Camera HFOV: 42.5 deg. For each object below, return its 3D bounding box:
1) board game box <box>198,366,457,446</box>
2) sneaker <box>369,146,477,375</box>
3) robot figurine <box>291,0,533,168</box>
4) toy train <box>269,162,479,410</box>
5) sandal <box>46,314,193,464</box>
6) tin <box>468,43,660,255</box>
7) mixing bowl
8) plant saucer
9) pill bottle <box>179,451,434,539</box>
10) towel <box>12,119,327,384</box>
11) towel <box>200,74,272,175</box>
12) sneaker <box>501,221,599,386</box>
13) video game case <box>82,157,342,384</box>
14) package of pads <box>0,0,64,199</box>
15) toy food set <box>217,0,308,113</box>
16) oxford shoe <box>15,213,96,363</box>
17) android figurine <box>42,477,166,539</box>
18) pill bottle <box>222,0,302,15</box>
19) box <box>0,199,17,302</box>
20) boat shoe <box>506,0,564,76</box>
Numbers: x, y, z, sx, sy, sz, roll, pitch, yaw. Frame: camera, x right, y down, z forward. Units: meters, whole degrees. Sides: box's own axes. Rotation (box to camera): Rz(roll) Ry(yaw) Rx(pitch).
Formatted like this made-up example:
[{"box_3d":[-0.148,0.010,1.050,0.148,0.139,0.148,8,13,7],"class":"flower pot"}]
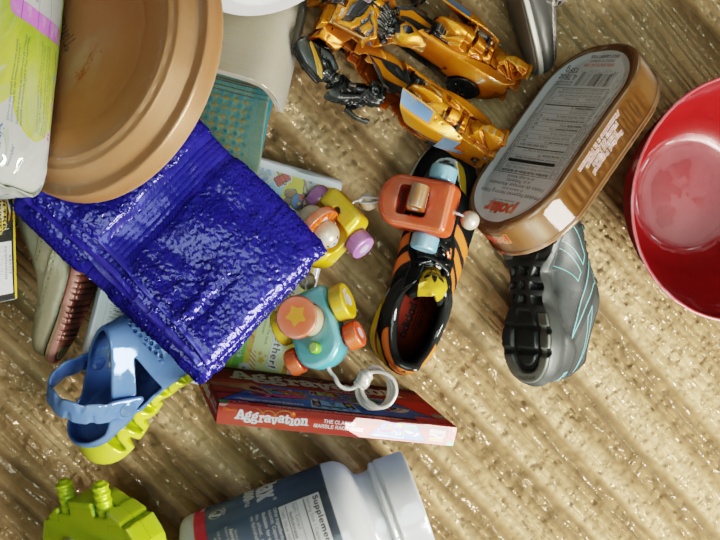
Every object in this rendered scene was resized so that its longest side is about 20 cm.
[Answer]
[{"box_3d":[-0.029,0.110,0.760,0.196,0.103,0.020,9,96,-20],"class":"board game box"},{"box_3d":[0.062,-0.008,0.782,0.069,0.090,0.204,15,95,-9],"class":"sneaker"},{"box_3d":[0.042,-0.179,0.756,0.198,0.058,0.147,29,67,-18],"class":"robot figurine"},{"box_3d":[0.000,0.000,0.732,0.148,0.055,0.203,18,87,25],"class":"toy train"},{"box_3d":[-0.173,0.063,0.730,0.201,0.079,0.087,-52,144,-3],"class":"sandal"},{"box_3d":[0.165,-0.104,0.764,0.042,0.112,0.201,40,80,-26],"class":"tin"},{"box_3d":[0.306,-0.065,0.799,0.196,0.108,0.204,-1,98,-7],"class":"mixing bowl"},{"box_3d":[-0.181,-0.148,0.630,0.197,0.032,0.204,-7,76,27],"class":"plant saucer"},{"box_3d":[-0.042,0.231,0.783,0.197,0.120,0.122,-20,99,-5],"class":"pill bottle"},{"box_3d":[-0.140,-0.033,0.688,0.200,0.050,0.148,43,82,-3],"class":"towel"},{"box_3d":[-0.166,-0.154,0.745,0.196,0.022,0.149,14,69,-7],"class":"towel"},{"box_3d":[0.169,-0.001,0.818,0.078,0.075,0.204,5,89,-38],"class":"sneaker"},{"box_3d":[-0.126,-0.003,0.793,0.179,0.023,0.204,15,94,-9],"class":"video game case"},{"box_3d":[-0.273,-0.145,0.614,0.152,0.068,0.204,-2,78,22],"class":"package of pads"},{"box_3d":[-0.141,-0.216,0.735,0.196,0.061,0.146,14,69,-6],"class":"toy food set"},{"box_3d":[-0.248,-0.028,0.755,0.072,0.071,0.204,10,85,-5],"class":"oxford shoe"},{"box_3d":[-0.204,0.266,0.764,0.179,0.041,0.204,-3,103,34],"class":"android figurine"},{"box_3d":[-0.091,-0.302,0.683,0.109,0.111,0.203,-14,73,-5],"class":"pill bottle"},{"box_3d":[-0.363,-0.060,0.709,0.196,0.049,0.163,2,98,15],"class":"box"},{"box_3d":[0.144,-0.269,0.775,0.056,0.067,0.204,-16,95,0],"class":"boat shoe"}]
